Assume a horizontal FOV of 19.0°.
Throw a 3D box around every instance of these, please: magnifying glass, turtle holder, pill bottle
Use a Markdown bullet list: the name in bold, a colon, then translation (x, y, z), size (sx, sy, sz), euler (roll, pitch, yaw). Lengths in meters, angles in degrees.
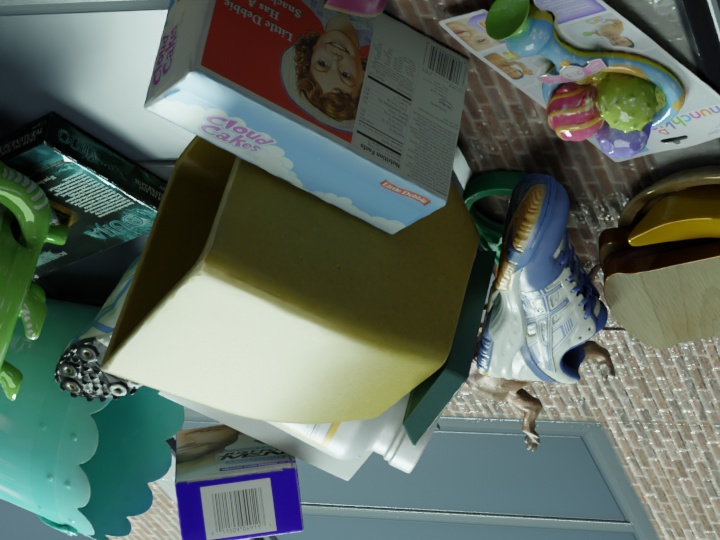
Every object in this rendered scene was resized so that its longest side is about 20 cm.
- **magnifying glass**: translation (0.116, -0.018, 1.635), size (0.079, 0.023, 0.200), euler (8, 151, 7)
- **turtle holder**: translation (-0.302, 0.004, 1.650), size (0.131, 0.142, 0.186), euler (18, 153, -9)
- **pill bottle**: translation (-0.035, 0.075, 1.619), size (0.199, 0.105, 0.104), euler (28, 152, 0)

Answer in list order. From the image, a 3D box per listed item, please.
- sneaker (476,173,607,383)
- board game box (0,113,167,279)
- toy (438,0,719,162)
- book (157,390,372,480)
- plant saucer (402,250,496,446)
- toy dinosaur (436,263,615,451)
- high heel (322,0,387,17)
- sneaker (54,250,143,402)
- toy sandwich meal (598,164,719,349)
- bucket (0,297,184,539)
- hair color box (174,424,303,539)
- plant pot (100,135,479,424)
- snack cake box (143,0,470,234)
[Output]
- **sneaker**: translation (0.140, 0.007, 1.552), size (0.087, 0.076, 0.201), euler (11, 142, 3)
- **board game box**: translation (-0.252, -0.054, 1.704), size (0.135, 0.028, 0.199), euler (32, 147, -34)
- **toy**: translation (0.152, -0.113, 1.403), size (0.115, 0.048, 0.200), euler (-12, 144, 42)
- **book**: translation (-0.056, 0.087, 1.836), size (0.199, 0.048, 0.134), euler (26, 121, -26)
- **plant saucer**: translation (0.064, 0.049, 1.550), size (0.019, 0.200, 0.070), euler (33, 117, -6)
- **toy dinosaur**: translation (0.109, 0.068, 1.679), size (0.135, 0.086, 0.200), euler (12, 141, -33)
- **high heel**: translation (-0.063, -0.204, 1.294), size (0.199, 0.068, 0.096), euler (16, 154, -9)
- **sneaker**: translation (-0.171, 0.032, 1.718), size (0.072, 0.073, 0.200), euler (36, 117, -19)
- **toy sandwich meal**: translation (0.266, -0.004, 1.538), size (0.203, 0.071, 0.206), euler (10, 153, 5)
- **bucket**: translation (-0.247, 0.123, 1.861), size (0.134, 0.208, 0.208), euler (15, 155, 16)
- **hair color box**: translation (-0.111, 0.188, 1.937), size (0.108, 0.065, 0.200), euler (-7, -173, -4)
- **plant pot**: translation (-0.035, -0.001, 1.498), size (0.199, 0.195, 0.195), euler (27, 146, -16)
- **snack cake box**: translation (-0.031, -0.120, 1.390), size (0.199, 0.116, 0.067), euler (27, 149, -25)
